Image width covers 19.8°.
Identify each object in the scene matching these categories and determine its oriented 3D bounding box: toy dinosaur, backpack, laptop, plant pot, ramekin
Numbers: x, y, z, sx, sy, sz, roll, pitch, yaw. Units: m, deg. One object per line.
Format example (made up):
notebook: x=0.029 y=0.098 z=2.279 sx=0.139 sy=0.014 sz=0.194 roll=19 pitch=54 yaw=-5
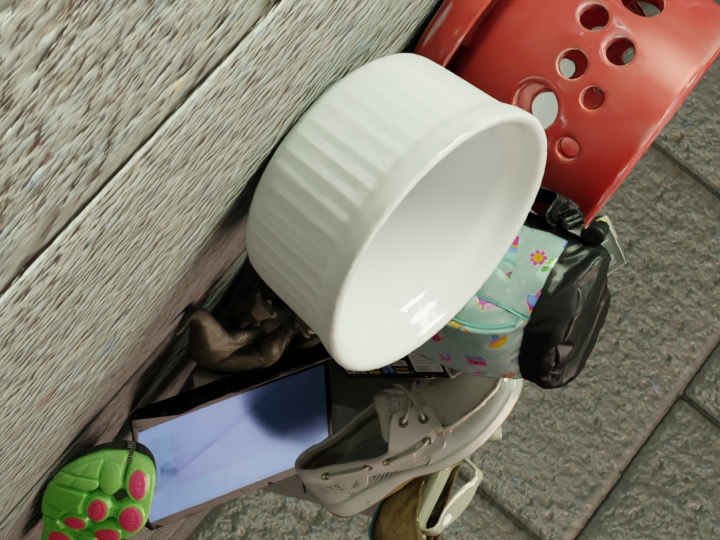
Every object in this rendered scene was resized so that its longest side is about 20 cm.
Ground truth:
toy dinosaur: x=-0.079 y=0.048 z=1.519 sx=0.102 sy=0.077 sz=0.200 roll=-33 pitch=179 yaw=32
backpack: x=0.072 y=0.003 z=1.474 sx=0.127 sy=0.200 sz=0.167 roll=-61 pitch=165 yaw=-23
laptop: x=-0.078 y=0.127 z=1.600 sx=0.177 sy=0.104 sz=0.200 roll=-20 pitch=-178 yaw=-23
plant pot: x=0.147 y=-0.153 z=1.501 sx=0.201 sy=0.182 sz=0.200 roll=-52 pitch=178 yaw=-3
ramekin: x=0.019 y=-0.043 z=1.327 sx=0.200 sy=0.098 sz=0.201 roll=-40 pitch=153 yaw=-25

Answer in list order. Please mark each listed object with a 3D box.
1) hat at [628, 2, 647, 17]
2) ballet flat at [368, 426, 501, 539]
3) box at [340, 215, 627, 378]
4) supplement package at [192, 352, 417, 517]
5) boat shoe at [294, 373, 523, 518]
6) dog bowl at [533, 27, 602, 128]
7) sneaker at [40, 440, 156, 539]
hat: x=0.271 y=-0.274 z=1.862 sx=0.166 sy=0.176 sz=0.200 roll=-51 pitch=176 yaw=-3
ballet flat: x=0.073 y=0.147 z=1.683 sx=0.068 sy=0.072 sz=0.200 roll=40 pitch=69 yaw=-51
box: x=0.093 y=0.023 z=1.672 sx=0.200 sy=0.049 sz=0.160 roll=-31 pitch=-168 yaw=-28
supplement package: x=-0.024 y=0.122 z=1.788 sx=0.121 sy=0.200 sz=0.120 roll=-48 pitch=138 yaw=-45
boat shoe: x=0.036 y=0.123 z=1.628 sx=0.200 sy=0.069 sz=0.071 roll=-36 pitch=-142 yaw=14
dog bowl: x=0.135 y=-0.166 z=1.779 sx=0.200 sy=0.079 sz=0.200 roll=-52 pitch=165 yaw=-20
sneaker: x=-0.189 y=0.159 z=1.494 sx=0.200 sy=0.077 sz=0.084 roll=-51 pitch=-165 yaw=59
